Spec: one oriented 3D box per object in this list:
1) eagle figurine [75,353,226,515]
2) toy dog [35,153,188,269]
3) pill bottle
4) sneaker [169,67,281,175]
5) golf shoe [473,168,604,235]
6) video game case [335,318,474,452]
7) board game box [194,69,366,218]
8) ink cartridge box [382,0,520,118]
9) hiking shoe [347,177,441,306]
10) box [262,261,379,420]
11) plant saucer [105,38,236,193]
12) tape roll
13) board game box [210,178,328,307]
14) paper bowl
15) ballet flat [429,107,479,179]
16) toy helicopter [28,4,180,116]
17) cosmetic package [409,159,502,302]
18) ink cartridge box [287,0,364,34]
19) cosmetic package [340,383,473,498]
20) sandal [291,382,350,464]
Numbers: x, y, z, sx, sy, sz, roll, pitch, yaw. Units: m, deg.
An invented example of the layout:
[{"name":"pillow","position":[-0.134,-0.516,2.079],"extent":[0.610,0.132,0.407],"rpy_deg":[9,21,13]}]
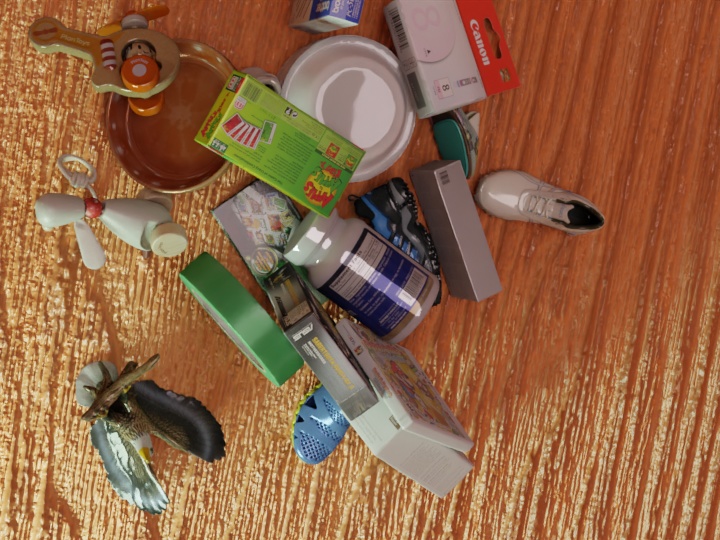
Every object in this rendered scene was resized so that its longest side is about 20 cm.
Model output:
[{"name":"eagle figurine","position":[-0.293,0.217,1.632],"extent":[0.151,0.152,0.200],"rpy_deg":[-10,140,21]},{"name":"toy dog","position":[-0.327,-0.057,1.590],"extent":[0.199,0.132,0.097],"rpy_deg":[20,129,-16]},{"name":"pill bottle","position":[0.000,0.000,1.665],"extent":[0.200,0.116,0.116],"rpy_deg":[37,84,-10]},{"name":"sneaker","position":[-0.182,-0.191,1.615],"extent":[0.075,0.100,0.200],"rpy_deg":[42,83,-28]},{"name":"golf shoe","position":[0.268,-0.100,1.783],"extent":[0.199,0.097,0.079],"rpy_deg":[11,95,-18]},{"name":"video game case","position":[0.063,0.158,1.660],"extent":[0.023,0.182,0.200],"rpy_deg":[-42,148,12]},{"name":"board game box","position":[-0.100,-0.159,1.548],"extent":[0.200,0.048,0.102],"rpy_deg":[30,90,-32]},{"name":"ink cartridge box","position":[0.140,-0.315,1.696],"extent":[0.199,0.057,0.163],"rpy_deg":[-21,93,-29]},{"name":"hiking shoe","position":[0.057,-0.034,1.744],"extent":[0.086,0.074,0.201],"rpy_deg":[-19,107,12]},{"name":"box","position":[-0.055,0.090,1.618],"extent":[0.048,0.200,0.159],"rpy_deg":[-36,112,2]},{"name":"plant saucer","position":[-0.237,-0.200,1.586],"extent":[0.199,0.032,0.202],"rpy_deg":[-1,88,16]},{"name":"tape roll","position":[-0.157,0.065,1.603],"extent":[0.048,0.200,0.201],"rpy_deg":[-43,107,-10]},{"name":"board game box","position":[-0.113,-0.029,1.700],"extent":[0.105,0.023,0.201],"rpy_deg":[-35,106,-13]},{"name":"paper bowl","position":[-0.019,-0.221,1.667],"extent":[0.200,0.104,0.202],"rpy_deg":[-2,97,-17]},{"name":"ballet flat","position":[0.128,-0.229,1.741],"extent":[0.071,0.069,0.201],"rpy_deg":[-39,107,-31]},{"name":"toy helicopter","position":[-0.325,-0.290,1.556],"extent":[0.199,0.079,0.133],"rpy_deg":[16,69,4]},{"name":"cosmetic package","position":[0.138,-0.058,1.750],"extent":[0.050,0.082,0.201],"rpy_deg":[-25,104,-22]},{"name":"ink cartridge box","position":[-0.041,-0.365,1.589],"extent":[0.044,0.200,0.095],"rpy_deg":[13,92,-19]},{"name":"cosmetic package","position":[0.068,0.236,1.705],"extent":[0.074,0.102,0.200],"rpy_deg":[-46,137,5]},{"name":"sandal","position":[-0.029,0.186,1.722],"extent":[0.079,0.087,0.201],"rpy_deg":[30,88,-21]}]
